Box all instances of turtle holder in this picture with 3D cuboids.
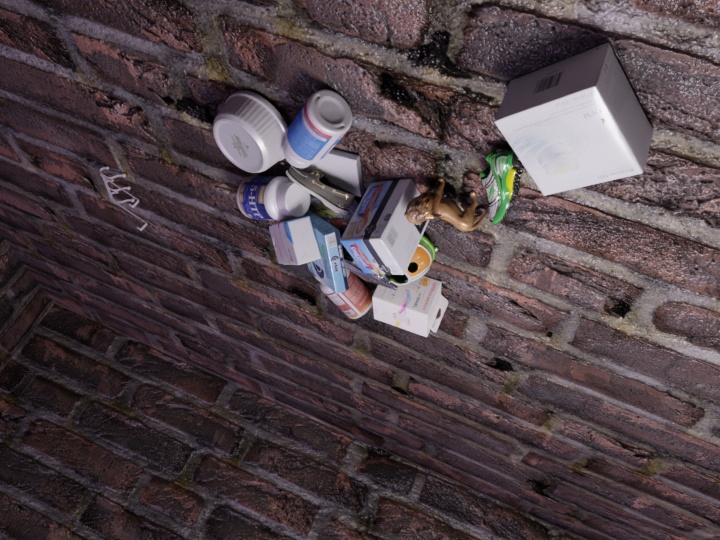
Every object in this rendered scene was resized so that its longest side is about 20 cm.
[{"bbox_3d":[0.105,-0.035,1.702,0.183,0.133,0.142,8,145,30],"label":"turtle holder"}]

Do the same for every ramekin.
[{"bbox_3d":[-0.275,-0.335,1.571,0.201,0.095,0.203,25,147,18],"label":"ramekin"}]

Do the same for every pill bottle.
[{"bbox_3d":[-0.234,-0.197,1.723,0.198,0.120,0.120,8,145,43],"label":"pill bottle"},{"bbox_3d":[-0.055,0.050,1.982,0.111,0.113,0.200,-8,134,45],"label":"pill bottle"},{"bbox_3d":[-0.109,-0.319,1.465,0.112,0.113,0.200,35,148,-13],"label":"pill bottle"}]

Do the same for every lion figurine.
[{"bbox_3d":[0.208,-0.137,1.474,0.198,0.123,0.073,20,149,12],"label":"lion figurine"}]

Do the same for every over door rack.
[{"bbox_3d":[-0.797,-0.251,2.156,0.200,0.066,0.148,42,154,18],"label":"over door rack"}]

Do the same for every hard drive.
[{"bbox_3d":[-0.090,-0.263,1.620,0.198,0.026,0.133,17,148,18],"label":"hard drive"}]

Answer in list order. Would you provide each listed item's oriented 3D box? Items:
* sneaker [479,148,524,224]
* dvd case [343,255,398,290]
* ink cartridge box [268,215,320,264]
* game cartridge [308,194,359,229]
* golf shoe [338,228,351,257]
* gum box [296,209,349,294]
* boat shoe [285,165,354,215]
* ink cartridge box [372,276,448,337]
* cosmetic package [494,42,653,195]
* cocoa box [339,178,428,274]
[{"bbox_3d":[0.303,-0.187,1.385,0.084,0.078,0.201,23,141,21],"label":"sneaker"},{"bbox_3d":[0.000,0.000,1.701,0.148,0.016,0.200,32,174,-24],"label":"dvd case"},{"bbox_3d":[-0.181,-0.079,1.709,0.200,0.067,0.117,3,109,67],"label":"ink cartridge box"},{"bbox_3d":[-0.078,-0.166,1.724,0.198,0.041,0.133,3,143,46],"label":"game cartridge"},{"bbox_3d":[-0.041,-0.051,1.801,0.094,0.079,0.199,-13,148,38],"label":"golf shoe"},{"bbox_3d":[-0.104,-0.053,1.699,0.200,0.044,0.172,38,143,56],"label":"gum box"},{"bbox_3d":[-0.102,-0.217,1.613,0.201,0.072,0.061,35,108,15],"label":"boat shoe"},{"bbox_3d":[0.150,0.092,1.862,0.198,0.129,0.126,17,148,16],"label":"ink cartridge box"},{"bbox_3d":[0.386,-0.262,1.144,0.198,0.124,0.200,-10,134,47],"label":"cosmetic package"},{"bbox_3d":[0.065,-0.107,1.556,0.130,0.201,0.134,1,142,39],"label":"cocoa box"}]
